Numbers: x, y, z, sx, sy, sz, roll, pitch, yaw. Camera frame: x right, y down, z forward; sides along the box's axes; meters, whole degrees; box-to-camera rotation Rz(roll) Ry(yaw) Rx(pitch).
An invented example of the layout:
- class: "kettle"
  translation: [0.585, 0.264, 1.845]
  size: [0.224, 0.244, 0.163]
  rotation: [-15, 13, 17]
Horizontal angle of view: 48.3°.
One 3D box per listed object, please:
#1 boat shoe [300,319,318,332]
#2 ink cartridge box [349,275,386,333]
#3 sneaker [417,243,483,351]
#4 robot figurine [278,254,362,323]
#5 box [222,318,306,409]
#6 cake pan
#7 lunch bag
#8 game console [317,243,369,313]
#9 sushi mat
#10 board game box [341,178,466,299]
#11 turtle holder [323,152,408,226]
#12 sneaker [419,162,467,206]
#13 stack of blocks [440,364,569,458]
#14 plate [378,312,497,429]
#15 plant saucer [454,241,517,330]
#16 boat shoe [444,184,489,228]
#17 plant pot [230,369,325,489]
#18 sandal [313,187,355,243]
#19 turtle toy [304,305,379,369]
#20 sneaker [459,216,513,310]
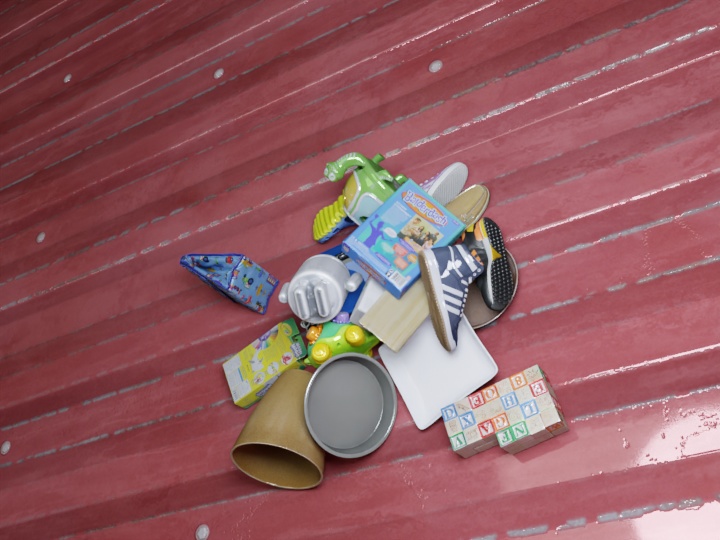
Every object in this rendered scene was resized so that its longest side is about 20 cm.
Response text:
- class: "boat shoe"
  translation: [-0.090, 0.110, 1.747]
  size: [0.074, 0.068, 0.199]
  rotation: [-39, 51, 8]
- class: "ink cartridge box"
  translation: [0.063, 0.045, 1.620]
  size: [0.050, 0.109, 0.200]
  rotation: [-56, 7, 46]
- class: "sneaker"
  translation: [0.182, 0.047, 1.512]
  size: [0.108, 0.200, 0.070]
  rotation: [-16, 9, -13]
- class: "robot figurine"
  translation: [-0.081, 0.034, 1.620]
  size: [0.169, 0.113, 0.200]
  rotation: [-6, 16, 9]
- class: "box"
  translation: [-0.205, 0.203, 1.783]
  size: [0.200, 0.048, 0.117]
  rotation: [-36, 51, 13]
- class: "cake pan"
  translation: [-0.023, 0.260, 1.559]
  size: [0.037, 0.200, 0.200]
  rotation: [-14, 52, 63]
- class: "lunch bag"
  translation: [-0.320, 0.015, 1.890]
  size: [0.200, 0.151, 0.094]
  rotation: [13, 72, 36]
- class: "game console"
  translation: [0.000, 0.000, 1.753]
  size: [0.200, 0.118, 0.171]
  rotation: [-23, 13, 11]
- class: "sushi mat"
  translation: [0.092, 0.059, 1.546]
  size: [0.096, 0.012, 0.200]
  rotation: [37, 67, 13]
- class: "board game box"
  translation: [0.085, -0.064, 1.570]
  size: [0.152, 0.045, 0.200]
  rotation: [42, 69, 12]
- class: "turtle holder"
  translation: [0.022, -0.162, 1.686]
  size: [0.132, 0.185, 0.141]
  rotation: [-45, 49, 16]
- class: "sneaker"
  translation: [0.137, -0.175, 1.765]
  size: [0.200, 0.073, 0.114]
  rotation: [-46, 47, 2]
- class: "stack of blocks"
  translation: [0.258, 0.268, 1.449]
  size: [0.200, 0.059, 0.115]
  rotation: [-28, 53, 16]
- class: "plate"
  translation: [0.151, 0.175, 1.562]
  size: [0.200, 0.032, 0.200]
  rotation: [-41, 56, 19]
- class: "plant saucer"
  translation: [0.225, 0.032, 1.617]
  size: [0.200, 0.034, 0.201]
  rotation: [-15, 58, 26]
- class: "boat shoe"
  translation: [0.190, -0.111, 1.690]
  size: [0.200, 0.076, 0.072]
  rotation: [-48, 50, 0]
- class: "plant pot"
  translation: [-0.142, 0.306, 1.618]
  size: [0.186, 0.186, 0.200]
  rotation: [-8, 47, 28]
- class: "sandal"
  translation: [-0.034, -0.122, 1.836]
  size: [0.200, 0.087, 0.080]
  rotation: [-37, 45, 37]
- class: "turtle toy"
  translation: [-0.029, 0.134, 1.638]
  size: [0.200, 0.146, 0.101]
  rotation: [-29, 62, -5]
- class: "sneaker"
  translation: [0.238, -0.003, 1.574]
  size: [0.090, 0.070, 0.200]
  rotation: [-29, 52, 38]
